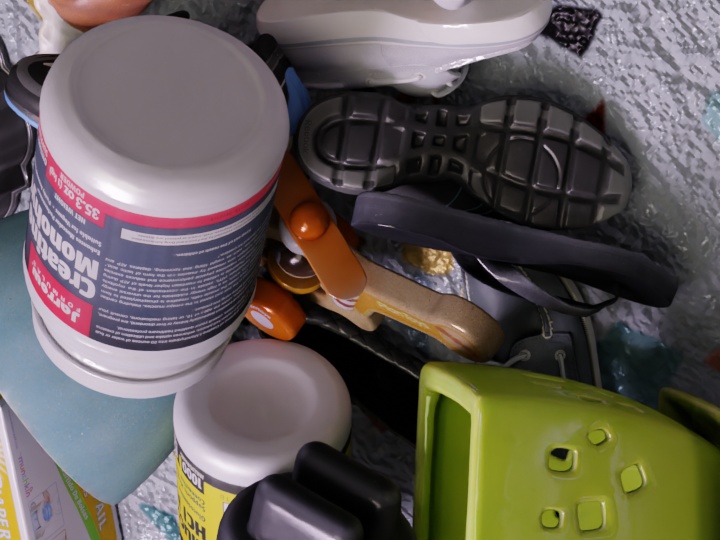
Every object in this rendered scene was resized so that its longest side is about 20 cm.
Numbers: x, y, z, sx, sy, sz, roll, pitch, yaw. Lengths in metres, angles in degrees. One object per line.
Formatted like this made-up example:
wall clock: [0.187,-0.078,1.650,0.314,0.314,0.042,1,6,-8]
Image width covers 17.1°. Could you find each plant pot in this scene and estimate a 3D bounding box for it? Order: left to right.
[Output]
plant pot: [-0.160,0.031,1.556,0.134,0.200,0.201,-34,95,4]
plant pot: [0.131,0.158,1.362,0.180,0.199,0.202,1,93,-7]

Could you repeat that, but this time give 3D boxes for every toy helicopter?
toy helicopter: [0.000,0.000,1.438,0.199,0.079,0.133,24,157,31]

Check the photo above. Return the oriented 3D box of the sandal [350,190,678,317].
sandal: [0.087,-0.002,1.393,0.199,0.076,0.043,13,84,-14]

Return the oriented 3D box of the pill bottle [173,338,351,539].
pill bottle: [-0.062,0.149,1.542,0.112,0.113,0.201,23,139,20]

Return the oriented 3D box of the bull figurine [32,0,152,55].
bull figurine: [-0.158,-0.193,1.476,0.199,0.066,0.121,-34,139,32]

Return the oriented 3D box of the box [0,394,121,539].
box: [-0.252,0.152,1.713,0.112,0.101,0.201,7,118,30]

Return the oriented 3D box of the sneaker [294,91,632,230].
sneaker: [0.062,-0.068,1.418,0.198,0.079,0.076,11,87,4]

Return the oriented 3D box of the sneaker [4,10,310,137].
sneaker: [-0.126,-0.121,1.454,0.198,0.071,0.083,3,132,25]

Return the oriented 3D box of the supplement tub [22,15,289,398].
supplement tub: [-0.122,-0.034,1.382,0.140,0.140,0.201,32,141,14]

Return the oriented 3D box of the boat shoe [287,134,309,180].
boat shoe: [-0.119,-0.074,1.531,0.199,0.072,0.065,2,149,34]

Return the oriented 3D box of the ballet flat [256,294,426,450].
ballet flat: [0.018,0.080,1.533,0.199,0.057,0.067,34,126,13]

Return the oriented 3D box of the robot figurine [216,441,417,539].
robot figurine: [-0.034,0.200,1.426,0.125,0.149,0.201,-117,30,-48]

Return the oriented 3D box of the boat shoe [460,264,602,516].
boat shoe: [0.105,0.066,1.467,0.072,0.062,0.201,-9,109,37]

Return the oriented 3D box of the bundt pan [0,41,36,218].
bundt pan: [-0.324,-0.100,1.641,0.201,0.076,0.203,15,121,26]

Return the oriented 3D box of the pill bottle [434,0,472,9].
pill bottle: [0.023,-0.250,1.313,0.200,0.116,0.116,47,130,1]

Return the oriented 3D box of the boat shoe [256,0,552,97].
boat shoe: [0.029,-0.134,1.407,0.199,0.072,0.069,-3,128,31]
